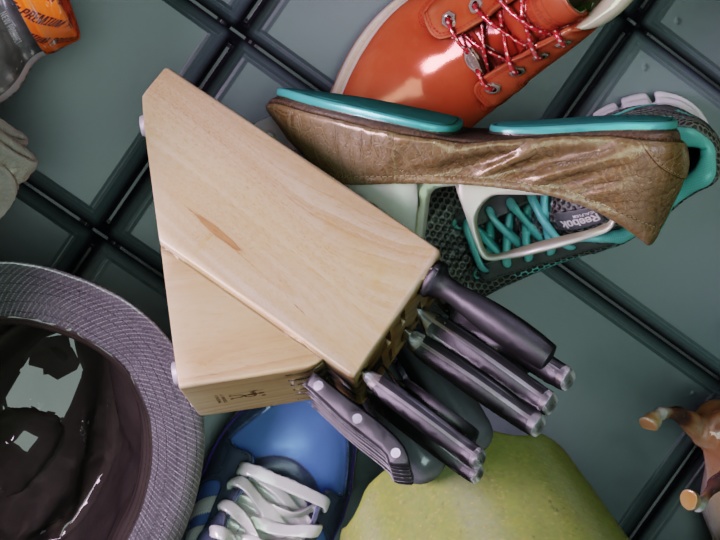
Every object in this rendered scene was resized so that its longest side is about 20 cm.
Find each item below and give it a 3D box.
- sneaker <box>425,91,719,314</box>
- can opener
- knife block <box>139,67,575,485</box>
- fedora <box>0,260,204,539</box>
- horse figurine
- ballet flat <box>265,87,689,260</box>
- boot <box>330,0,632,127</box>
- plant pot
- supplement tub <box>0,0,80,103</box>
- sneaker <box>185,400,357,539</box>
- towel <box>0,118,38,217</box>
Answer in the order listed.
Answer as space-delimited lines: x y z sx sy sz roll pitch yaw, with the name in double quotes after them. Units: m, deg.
0.092 -0.034 0.810 0.199 0.091 0.078 -27 99 -2 "sneaker"
-0.003 0.010 0.789 0.052 0.067 0.201 -28 73 -12 "can opener"
0.000 0.000 0.728 0.174 0.064 0.201 -10 74 0 "knife block"
-0.166 0.083 0.799 0.176 0.090 0.201 15 103 -6 "fedora"
0.196 0.131 0.847 0.050 0.132 0.201 -2 101 38 "horse figurine"
0.051 -0.042 0.753 0.199 0.068 0.073 5 100 8 "ballet flat"
0.064 -0.118 0.789 0.200 0.107 0.075 -42 103 3 "boot"
0.076 0.185 0.775 0.199 0.185 0.201 -13 135 -13 "plant pot"
-0.239 -0.113 0.748 0.199 0.123 0.123 -22 100 -2 "supplement tub"
-0.055 0.153 0.792 0.080 0.146 0.201 28 95 -9 "sneaker"
-0.253 -0.023 0.716 0.200 0.035 0.132 -37 135 13 "towel"
